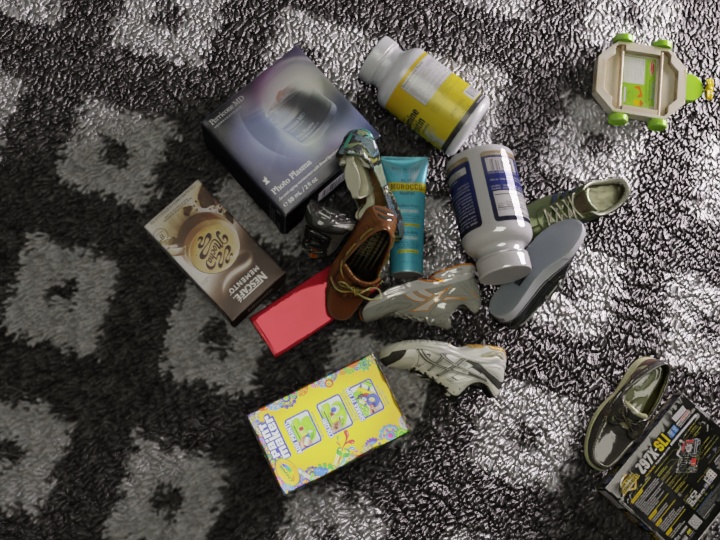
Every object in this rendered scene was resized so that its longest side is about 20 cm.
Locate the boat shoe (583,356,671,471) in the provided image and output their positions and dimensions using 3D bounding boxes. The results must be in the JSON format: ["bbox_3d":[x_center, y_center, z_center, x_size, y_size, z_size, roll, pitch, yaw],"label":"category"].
[{"bbox_3d":[0.416,0.219,1.420,0.072,0.066,0.201,35,79,2],"label":"boat shoe"}]

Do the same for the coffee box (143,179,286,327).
[{"bbox_3d":[-0.221,-0.024,1.405,0.113,0.080,0.200,-43,85,-11],"label":"coffee box"}]

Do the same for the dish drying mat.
[{"bbox_3d":[-0.071,0.052,1.436,0.200,0.018,0.077,-33,85,-9],"label":"dish drying mat"}]

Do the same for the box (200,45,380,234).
[{"bbox_3d":[-0.110,-0.203,1.428,0.200,0.123,0.198,-42,84,-11],"label":"box"}]

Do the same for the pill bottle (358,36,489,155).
[{"bbox_3d":[0.099,-0.284,1.464,0.200,0.112,0.112,37,79,3],"label":"pill bottle"}]

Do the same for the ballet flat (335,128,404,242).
[{"bbox_3d":[0.010,-0.112,1.365,0.074,0.074,0.200,-28,119,-9],"label":"ballet flat"}]

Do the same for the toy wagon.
[{"bbox_3d":[0.492,-0.312,1.539,0.199,0.040,0.156,8,79,-4],"label":"toy wagon"}]

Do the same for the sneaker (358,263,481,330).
[{"bbox_3d":[0.098,0.057,1.423,0.199,0.076,0.092,-18,86,-7],"label":"sneaker"}]

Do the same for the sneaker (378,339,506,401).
[{"bbox_3d":[0.127,0.155,1.403,0.199,0.076,0.088,5,79,-3],"label":"sneaker"}]

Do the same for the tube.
[{"bbox_3d":[0.073,-0.088,1.463,0.077,0.050,0.201,2,75,-10],"label":"tube"}]

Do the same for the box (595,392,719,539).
[{"bbox_3d":[0.492,0.317,1.418,0.160,0.049,0.200,41,79,6],"label":"box"}]

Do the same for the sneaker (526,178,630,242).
[{"bbox_3d":[0.340,-0.104,1.461,0.200,0.090,0.067,-18,82,-7],"label":"sneaker"}]

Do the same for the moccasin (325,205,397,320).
[{"bbox_3d":[0.002,0.001,1.358,0.073,0.202,0.078,22,34,-17],"label":"moccasin"}]

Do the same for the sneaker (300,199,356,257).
[{"bbox_3d":[-0.054,-0.055,1.368,0.074,0.200,0.080,28,87,2],"label":"sneaker"}]

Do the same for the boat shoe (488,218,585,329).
[{"bbox_3d":[0.288,0.010,1.438,0.200,0.074,0.068,-53,132,-2],"label":"boat shoe"}]

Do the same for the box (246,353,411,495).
[{"bbox_3d":[-0.050,0.223,1.313,0.192,0.200,0.122,-26,83,-10],"label":"box"}]

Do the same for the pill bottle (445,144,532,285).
[{"bbox_3d":[0.204,-0.084,1.422,0.111,0.111,0.201,-8,70,-6],"label":"pill bottle"}]
